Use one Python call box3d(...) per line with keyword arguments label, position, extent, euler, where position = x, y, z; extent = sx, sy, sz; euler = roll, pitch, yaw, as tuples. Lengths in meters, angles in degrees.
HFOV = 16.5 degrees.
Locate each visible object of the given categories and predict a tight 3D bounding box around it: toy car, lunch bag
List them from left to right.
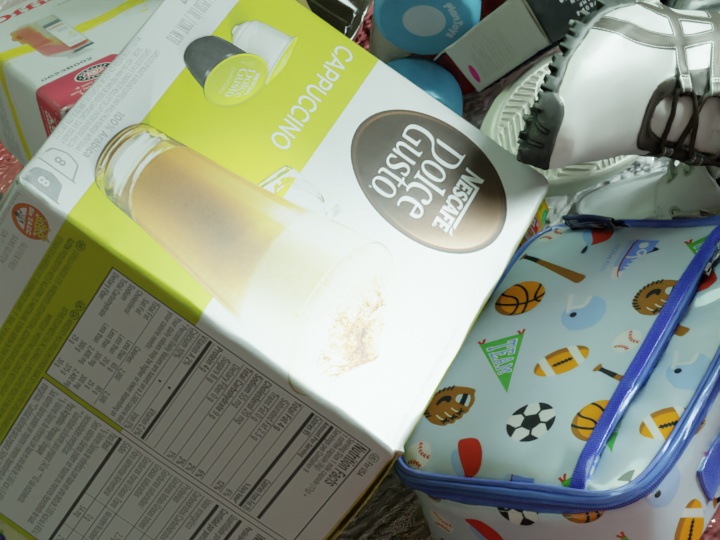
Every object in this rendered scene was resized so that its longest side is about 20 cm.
box3d(label="toy car", position=(0.108, -0.171, 1.464), extent=(0.199, 0.177, 0.185), euler=(7, 49, -1))
box3d(label="lunch bag", position=(0.119, 0.051, 1.152), extent=(0.160, 0.076, 0.200), euler=(1, 43, 38))

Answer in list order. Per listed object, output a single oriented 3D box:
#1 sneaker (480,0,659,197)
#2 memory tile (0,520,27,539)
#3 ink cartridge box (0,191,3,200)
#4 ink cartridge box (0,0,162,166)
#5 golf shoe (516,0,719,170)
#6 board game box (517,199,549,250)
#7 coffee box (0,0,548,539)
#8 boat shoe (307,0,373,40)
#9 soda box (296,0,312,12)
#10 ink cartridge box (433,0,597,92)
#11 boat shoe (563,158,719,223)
box3d(label="sneaker", position=(0.125, -0.086, 1.346), extent=(0.200, 0.075, 0.085), euler=(-34, -5, -36))
box3d(label="memory tile", position=(-0.152, 0.156, 1.255), extent=(0.199, 0.017, 0.153), euler=(-29, 31, -3))
box3d(label="ink cartridge box", position=(-0.335, -0.003, 1.565), extent=(0.199, 0.085, 0.146), euler=(1, 39, 37))
box3d(label="ink cartridge box", position=(-0.125, -0.106, 1.402), extent=(0.145, 0.084, 0.200), euler=(-25, 26, -16))
box3d(label="golf shoe", position=(0.152, -0.084, 1.161), extent=(0.094, 0.078, 0.200), euler=(34, 38, 24))
box3d(label="board game box", position=(0.000, 0.000, 1.370), extent=(0.199, 0.030, 0.096), euler=(-10, 35, 30))
box3d(label="coffee box", position=(-0.065, 0.018, 1.136), extent=(0.200, 0.197, 0.200), euler=(-53, 3, 45))
box3d(label="boat shoe", position=(-0.029, -0.181, 1.635), extent=(0.200, 0.072, 0.068), euler=(-47, 10, -22))
box3d(label="soda box", position=(-0.032, -0.054, 1.258), extent=(0.067, 0.200, 0.064), euler=(-4, 42, 33))
box3d(label="ink cartridge box", position=(0.103, -0.136, 1.277), extent=(0.094, 0.037, 0.200), euler=(-33, 4, -11))
box3d(label="boat shoe", position=(0.188, -0.046, 1.255), extent=(0.199, 0.067, 0.074), euler=(-7, 35, 29))
